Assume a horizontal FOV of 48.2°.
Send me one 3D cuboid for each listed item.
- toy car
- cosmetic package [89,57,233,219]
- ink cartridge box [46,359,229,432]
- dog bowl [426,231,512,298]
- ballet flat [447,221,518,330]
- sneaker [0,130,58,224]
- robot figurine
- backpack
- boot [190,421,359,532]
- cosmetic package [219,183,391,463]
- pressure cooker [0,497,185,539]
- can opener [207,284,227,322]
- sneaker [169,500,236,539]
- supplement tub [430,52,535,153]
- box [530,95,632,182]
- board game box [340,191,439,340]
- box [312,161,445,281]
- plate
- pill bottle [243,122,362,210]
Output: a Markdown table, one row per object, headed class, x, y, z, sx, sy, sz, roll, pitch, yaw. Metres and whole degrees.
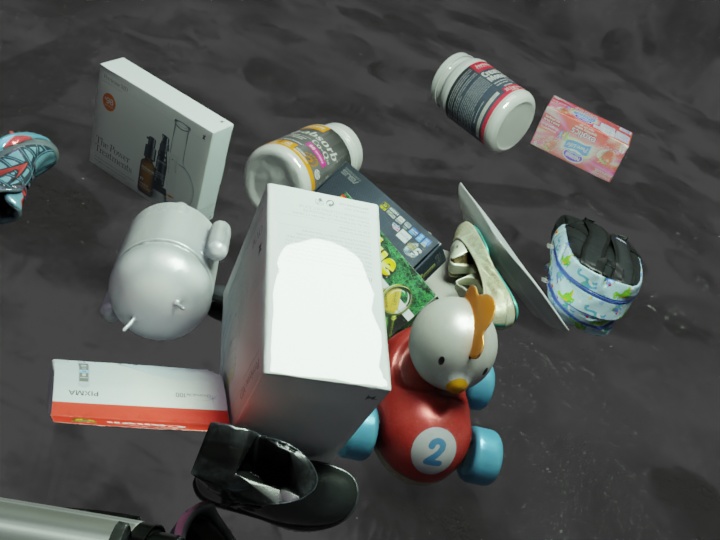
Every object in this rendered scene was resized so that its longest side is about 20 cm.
| class | x | y | z | sx | sy | sz | roll | pitch | yaw |
| --- | --- | --- | --- | --- | --- | --- | --- | --- | --- |
| toy car | 0.087 | 0.107 | 0.843 | 0.180 | 0.201 | 0.180 | 14 | 48 | -16 |
| cosmetic package | -0.276 | -0.174 | 1.100 | 0.198 | 0.153 | 0.052 | 31 | 33 | 15 |
| ink cartridge box | -0.198 | 0.111 | 0.728 | 0.157 | 0.049 | 0.199 | 8 | -7 | -22 |
| dog bowl | 0.112 | 0.026 | 1.133 | 0.196 | 0.059 | 0.202 | 16 | 34 | -11 |
| ballet flat | 0.150 | 0.001 | 1.081 | 0.061 | 0.069 | 0.202 | -6 | 39 | -13 |
| sneaker | -0.436 | -0.095 | 0.978 | 0.095 | 0.080 | 0.200 | 38 | 43 | 8 |
| robot figurine | -0.218 | 0.000 | 0.906 | 0.114 | 0.168 | 0.201 | 53 | 14 | -27 |
| backpack | 0.362 | 0.009 | 1.252 | 0.161 | 0.156 | 0.200 | 28 | 11 | 0 |
| boot | -0.062 | 0.176 | 0.680 | 0.161 | 0.201 | 0.067 | 7 | 66 | -10 |
| cosmetic package | -0.064 | 0.064 | 0.790 | 0.120 | 0.200 | 0.204 | 8 | 54 | -19 |
| pressure cooker | -0.187 | 0.246 | 0.510 | 0.195 | 0.176 | 0.183 | 9 | 72 | 0 |
| can opener | -0.092 | 0.062 | 0.952 | 0.196 | 0.064 | 0.079 | 25 | 33 | 2 |
| sneaker | -0.097 | 0.273 | 0.627 | 0.069 | 0.083 | 0.200 | -13 | 47 | -42 |
| supplement tub | 0.256 | -0.355 | 1.694 | 0.139 | 0.142 | 0.200 | -13 | 47 | -42 |
| box | 0.491 | -0.294 | 1.791 | 0.197 | 0.096 | 0.103 | 28 | 33 | 9 |
| board game box | 0.000 | 0.000 | 1.006 | 0.104 | 0.024 | 0.201 | -38 | 61 | -5 |
| box | -0.008 | -0.029 | 1.066 | 0.157 | 0.051 | 0.200 | -43 | 60 | -7 |
| plate | 0.216 | -0.015 | 1.194 | 0.200 | 0.032 | 0.201 | 47 | 12 | -30 |
| pill bottle | -0.081 | -0.156 | 1.226 | 0.115 | 0.118 | 0.200 | 31 | 33 | 14 |
